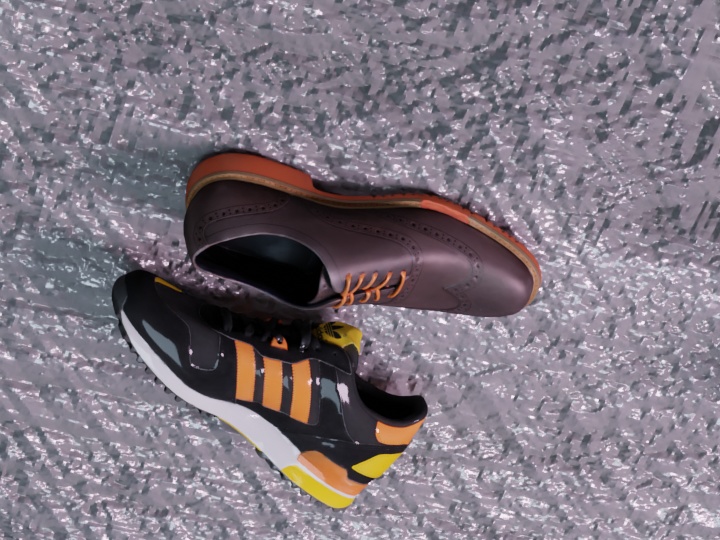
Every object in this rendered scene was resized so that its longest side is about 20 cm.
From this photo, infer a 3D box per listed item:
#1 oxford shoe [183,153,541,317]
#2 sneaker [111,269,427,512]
[{"bbox_3d":[0.000,0.000,1.393,0.198,0.073,0.071,12,130,-7],"label":"oxford shoe"},{"bbox_3d":[-0.048,0.047,1.450,0.090,0.070,0.200,-41,119,15],"label":"sneaker"}]
